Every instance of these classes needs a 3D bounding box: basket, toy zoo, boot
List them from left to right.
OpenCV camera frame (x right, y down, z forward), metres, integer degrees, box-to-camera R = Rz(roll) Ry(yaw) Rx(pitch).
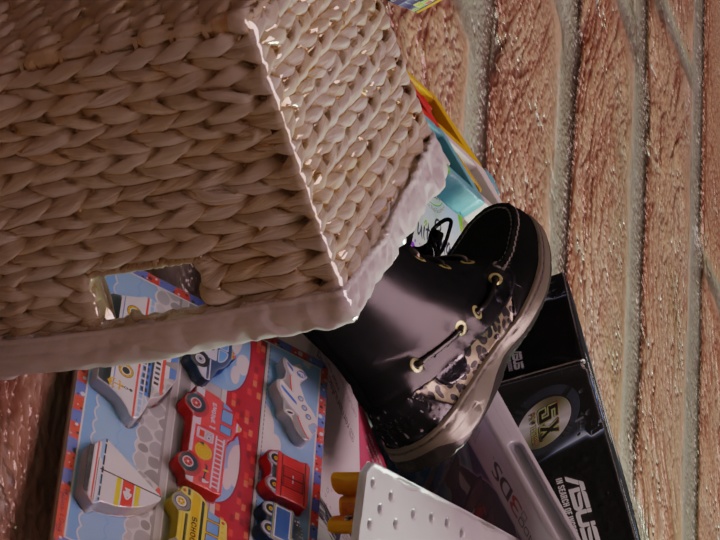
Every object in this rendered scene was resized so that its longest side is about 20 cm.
[{"bbox_3d":[-0.086,-0.067,1.310,0.200,0.198,0.161,-57,134,-62],"label":"basket"},{"bbox_3d":[0.025,-0.005,1.504,0.154,0.073,0.204,48,43,-22],"label":"boot"},{"bbox_3d":[0.045,-0.091,1.798,0.131,0.020,0.200,60,11,28],"label":"toy zoo"}]

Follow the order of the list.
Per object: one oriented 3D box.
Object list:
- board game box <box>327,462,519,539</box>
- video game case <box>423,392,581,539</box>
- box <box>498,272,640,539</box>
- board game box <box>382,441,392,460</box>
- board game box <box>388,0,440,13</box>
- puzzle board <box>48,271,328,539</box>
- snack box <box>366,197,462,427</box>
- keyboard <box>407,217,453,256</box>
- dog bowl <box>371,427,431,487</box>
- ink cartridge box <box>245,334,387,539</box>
[{"bbox_3d":[0.026,0.222,1.438,0.200,0.026,0.200,34,60,-58],"label":"board game box"},{"bbox_3d":[0.079,0.200,1.607,0.182,0.023,0.200,62,-34,35],"label":"video game case"},{"bbox_3d":[0.124,0.127,1.734,0.164,0.086,0.200,-90,164,-71],"label":"box"},{"bbox_3d":[0.000,0.000,1.638,0.200,0.041,0.200,-67,133,-81],"label":"board game box"},{"bbox_3d":[-0.009,-0.256,1.647,0.200,0.057,0.165,55,9,2],"label":"board game box"},{"bbox_3d":[-0.082,0.090,1.379,0.151,0.017,0.200,29,40,-24],"label":"puzzle board"},{"bbox_3d":[0.029,0.010,1.842,0.142,0.053,0.200,34,52,-66],"label":"snack box"},{"bbox_3d":[0.028,-0.043,1.661,0.104,0.040,0.200,64,8,-8],"label":"keyboard"},{"bbox_3d":[0.040,0.176,1.773,0.111,0.050,0.200,-81,167,-52],"label":"dog bowl"},{"bbox_3d":[-0.055,0.141,1.497,0.200,0.084,0.145,-73,149,-50],"label":"ink cartridge box"}]
